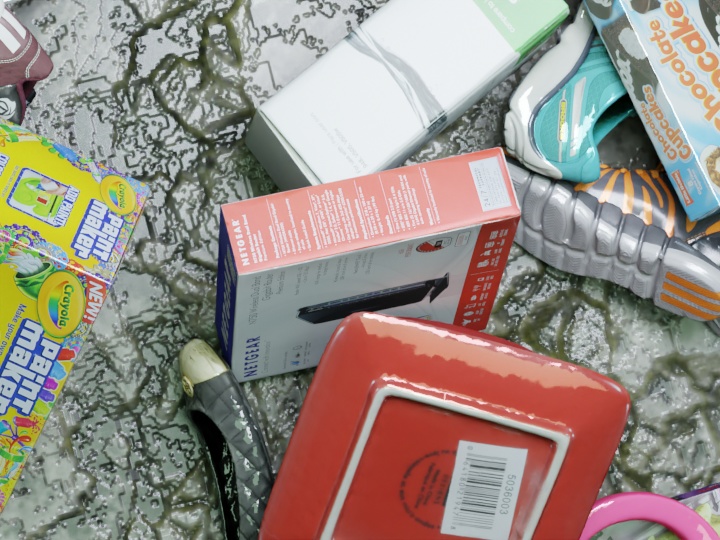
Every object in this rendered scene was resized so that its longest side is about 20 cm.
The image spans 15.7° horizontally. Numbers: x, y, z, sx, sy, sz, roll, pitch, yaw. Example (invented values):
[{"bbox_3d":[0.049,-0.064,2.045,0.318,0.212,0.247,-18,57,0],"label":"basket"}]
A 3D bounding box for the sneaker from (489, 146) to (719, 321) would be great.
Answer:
[{"bbox_3d":[0.180,-0.051,1.758,0.200,0.078,0.112,28,60,9],"label":"sneaker"}]

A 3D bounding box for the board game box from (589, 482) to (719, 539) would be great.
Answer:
[{"bbox_3d":[0.218,0.215,1.768,0.200,0.032,0.120,-17,94,-9],"label":"board game box"}]

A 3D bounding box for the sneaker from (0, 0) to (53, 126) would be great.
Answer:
[{"bbox_3d":[-0.280,-0.111,1.668,0.116,0.200,0.076,43,43,-37],"label":"sneaker"}]

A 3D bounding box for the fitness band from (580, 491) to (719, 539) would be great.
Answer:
[{"bbox_3d":[0.177,0.246,1.728,0.143,0.037,0.201,7,88,-9],"label":"fitness band"}]

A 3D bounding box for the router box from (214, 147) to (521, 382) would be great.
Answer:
[{"bbox_3d":[0.000,0.000,1.658,0.179,0.200,0.049,-12,70,-8],"label":"router box"}]

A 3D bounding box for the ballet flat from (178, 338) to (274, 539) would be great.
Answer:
[{"bbox_3d":[-0.086,0.142,1.704,0.057,0.066,0.201,-16,90,-16],"label":"ballet flat"}]

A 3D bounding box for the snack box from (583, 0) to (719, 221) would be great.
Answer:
[{"bbox_3d":[0.221,-0.141,1.694,0.116,0.037,0.200,-22,84,-34],"label":"snack box"}]

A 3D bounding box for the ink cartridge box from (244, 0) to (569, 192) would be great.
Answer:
[{"bbox_3d":[0.026,-0.123,1.695,0.200,0.147,0.083,-40,89,-9],"label":"ink cartridge box"}]

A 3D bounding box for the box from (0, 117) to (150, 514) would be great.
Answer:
[{"bbox_3d":[-0.262,0.012,1.613,0.192,0.122,0.200,24,121,-7],"label":"box"}]

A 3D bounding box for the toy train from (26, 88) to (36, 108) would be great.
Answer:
[{"bbox_3d":[-0.282,-0.184,1.709,0.046,0.034,0.200,-40,94,-12],"label":"toy train"}]

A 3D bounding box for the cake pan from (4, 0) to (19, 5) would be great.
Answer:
[{"bbox_3d":[-0.265,-0.261,1.695,0.200,0.037,0.201,4,78,-18],"label":"cake pan"}]

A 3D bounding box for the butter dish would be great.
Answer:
[{"bbox_3d":[0.051,0.107,1.691,0.199,0.148,0.200,16,115,-8],"label":"butter dish"}]

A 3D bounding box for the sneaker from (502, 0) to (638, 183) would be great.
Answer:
[{"bbox_3d":[0.173,-0.137,1.735,0.080,0.078,0.200,28,69,19],"label":"sneaker"}]

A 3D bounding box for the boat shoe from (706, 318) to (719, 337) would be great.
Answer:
[{"bbox_3d":[0.330,0.057,1.761,0.202,0.086,0.075,33,83,-5],"label":"boat shoe"}]
